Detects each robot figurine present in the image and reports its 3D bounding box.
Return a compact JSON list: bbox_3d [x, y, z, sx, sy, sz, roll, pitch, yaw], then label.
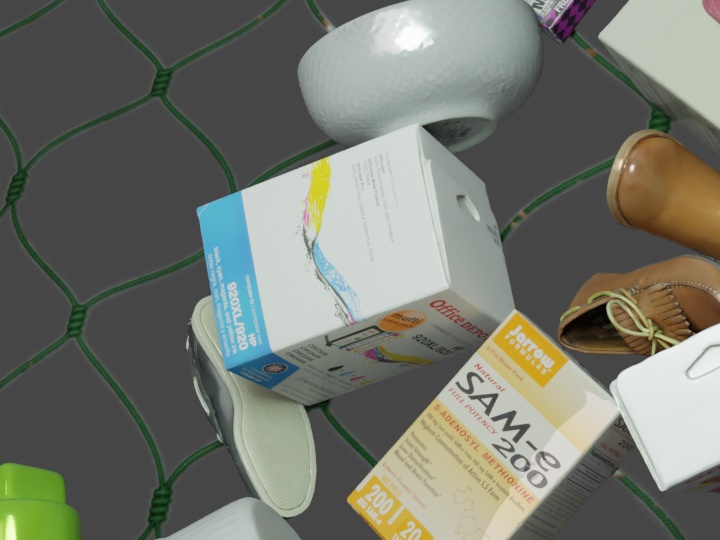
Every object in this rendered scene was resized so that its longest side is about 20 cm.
[{"bbox_3d":[-0.291,0.267,1.562,0.175,0.116,0.200,-17,66,32],"label":"robot figurine"}]

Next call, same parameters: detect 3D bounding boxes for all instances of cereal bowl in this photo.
[{"bbox_3d":[0.053,-0.142,1.480,0.200,0.200,0.083,-19,73,21],"label":"cereal bowl"}]

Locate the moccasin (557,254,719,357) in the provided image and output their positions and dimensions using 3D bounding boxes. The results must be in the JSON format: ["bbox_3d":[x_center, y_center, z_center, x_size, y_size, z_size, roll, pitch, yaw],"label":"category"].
[{"bbox_3d":[0.211,0.033,1.350,0.078,0.074,0.201,-45,21,-23],"label":"moccasin"}]

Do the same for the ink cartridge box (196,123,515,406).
[{"bbox_3d":[0.000,0.000,1.483,0.200,0.147,0.145,-20,66,21],"label":"ink cartridge box"}]

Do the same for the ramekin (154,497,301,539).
[{"bbox_3d":[-0.075,0.269,1.404,0.098,0.200,0.201,-34,60,5],"label":"ramekin"}]

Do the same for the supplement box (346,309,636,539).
[{"bbox_3d":[0.104,0.148,1.419,0.200,0.074,0.126,-49,58,4],"label":"supplement box"}]

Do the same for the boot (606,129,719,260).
[{"bbox_3d":[0.276,-0.033,1.316,0.155,0.200,0.074,26,93,40],"label":"boot"}]

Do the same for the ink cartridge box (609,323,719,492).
[{"bbox_3d":[0.269,0.087,1.272,0.145,0.200,0.084,-29,74,16],"label":"ink cartridge box"}]

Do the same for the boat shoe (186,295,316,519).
[{"bbox_3d":[-0.093,0.120,1.551,0.068,0.072,0.200,-52,56,50],"label":"boat shoe"}]

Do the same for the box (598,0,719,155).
[{"bbox_3d":[0.298,-0.139,1.386,0.109,0.128,0.200,-48,58,4],"label":"box"}]

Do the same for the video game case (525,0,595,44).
[{"bbox_3d":[0.164,-0.316,1.574,0.181,0.036,0.200,40,94,34],"label":"video game case"}]
